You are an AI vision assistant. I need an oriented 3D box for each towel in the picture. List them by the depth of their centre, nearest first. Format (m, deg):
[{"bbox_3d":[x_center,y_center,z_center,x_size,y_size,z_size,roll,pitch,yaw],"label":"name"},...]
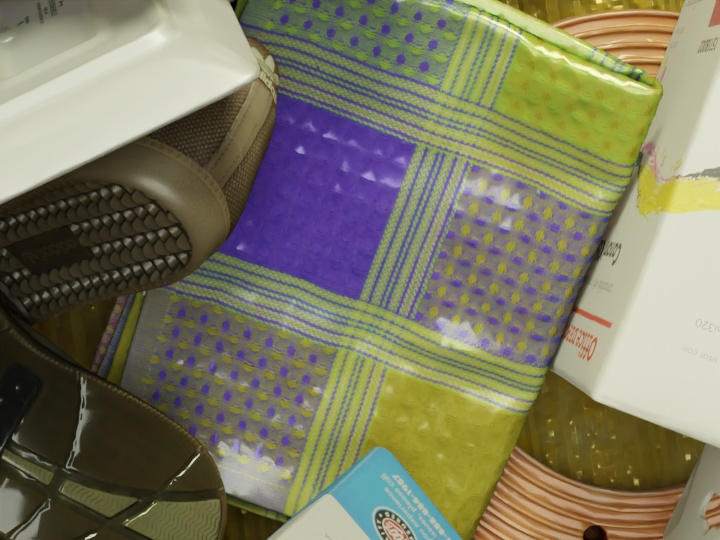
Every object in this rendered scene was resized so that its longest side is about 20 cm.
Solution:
[{"bbox_3d":[0.000,0.000,0.813,0.143,0.023,0.201,23,114,-2],"label":"towel"}]

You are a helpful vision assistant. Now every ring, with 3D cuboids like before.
[{"bbox_3d":[0.096,0.010,0.863,0.199,0.019,0.202,0,93,-2],"label":"ring"}]

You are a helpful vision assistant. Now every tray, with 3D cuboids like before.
[{"bbox_3d":[-0.095,-0.072,0.767,0.107,0.200,0.022,-26,113,0],"label":"tray"}]

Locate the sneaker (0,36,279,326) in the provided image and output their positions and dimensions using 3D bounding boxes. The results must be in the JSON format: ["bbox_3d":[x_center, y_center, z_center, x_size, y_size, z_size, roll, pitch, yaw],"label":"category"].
[{"bbox_3d":[-0.100,-0.029,0.803,0.071,0.199,0.076,54,53,-30],"label":"sneaker"}]

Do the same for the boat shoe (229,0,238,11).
[{"bbox_3d":[0.003,-0.097,0.833,0.201,0.072,0.061,-30,98,7],"label":"boat shoe"}]

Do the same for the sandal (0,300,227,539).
[{"bbox_3d":[-0.129,0.033,0.787,0.200,0.055,0.082,36,79,-17],"label":"sandal"}]

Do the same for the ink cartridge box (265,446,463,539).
[{"bbox_3d":[-0.021,0.151,0.745,0.116,0.200,0.067,51,125,1],"label":"ink cartridge box"}]

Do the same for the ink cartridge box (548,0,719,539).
[{"bbox_3d":[0.115,-0.008,0.795,0.067,0.116,0.201,20,91,-3],"label":"ink cartridge box"}]
